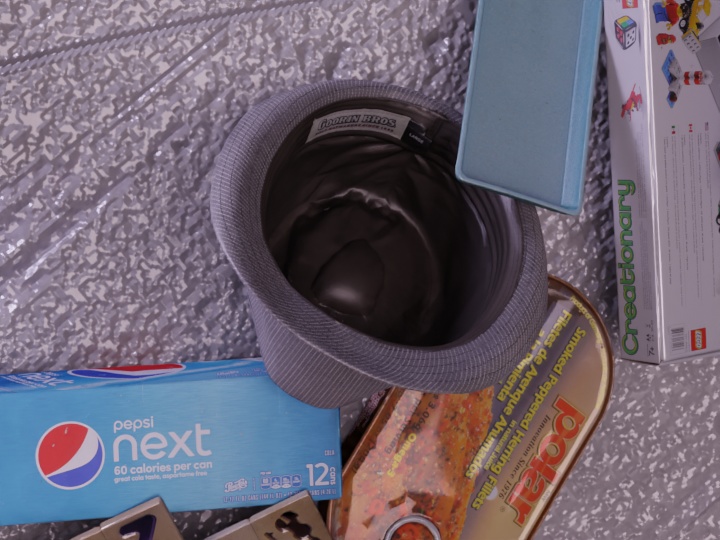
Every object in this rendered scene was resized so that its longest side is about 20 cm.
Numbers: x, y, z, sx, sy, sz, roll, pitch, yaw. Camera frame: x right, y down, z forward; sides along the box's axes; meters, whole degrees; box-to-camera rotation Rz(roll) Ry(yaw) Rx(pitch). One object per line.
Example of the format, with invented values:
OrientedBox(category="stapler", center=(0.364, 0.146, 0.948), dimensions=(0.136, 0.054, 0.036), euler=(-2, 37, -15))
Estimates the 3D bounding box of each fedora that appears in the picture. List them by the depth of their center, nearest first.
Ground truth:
OrientedBox(category="fedora", center=(0.000, 0.000, 0.992), dimensions=(0.176, 0.090, 0.200), euler=(23, 46, -9))

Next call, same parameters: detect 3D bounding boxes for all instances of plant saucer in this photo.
OrientedBox(category="plant saucer", center=(0.088, -0.124, 1.027), dimensions=(0.070, 0.019, 0.201), euler=(16, 67, -18))

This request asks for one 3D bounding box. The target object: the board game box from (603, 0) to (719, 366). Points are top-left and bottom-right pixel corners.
OrientedBox(category="board game box", center=(0.189, -0.058, 1.067), dimensions=(0.126, 0.035, 0.201), euler=(-8, 97, -36))

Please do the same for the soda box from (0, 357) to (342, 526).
OrientedBox(category="soda box", center=(-0.113, 0.084, 1.016), dimensions=(0.199, 0.064, 0.068), euler=(-3, 97, -14))

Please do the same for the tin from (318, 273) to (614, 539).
OrientedBox(category="tin", center=(0.056, 0.092, 1.072), dimensions=(0.112, 0.042, 0.200), euler=(32, 88, -10))

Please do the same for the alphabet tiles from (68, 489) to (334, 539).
OrientedBox(category="alphabet tiles", center=(-0.097, 0.192, 1.022), dimensions=(0.199, 0.008, 0.168), euler=(-26, 117, -2))
